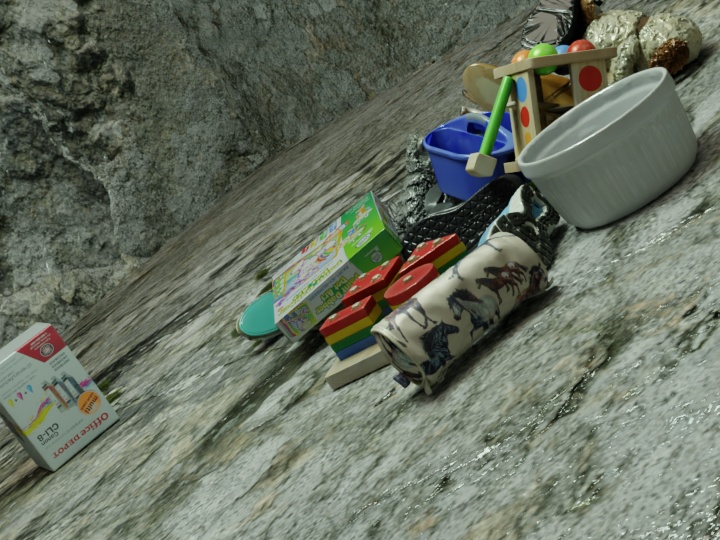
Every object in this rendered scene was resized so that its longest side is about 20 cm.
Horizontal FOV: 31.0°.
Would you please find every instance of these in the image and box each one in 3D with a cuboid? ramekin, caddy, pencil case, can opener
[{"bbox_3d":[0.291,-0.135,1.497,0.200,0.105,0.200,-34,11,7],"label":"ramekin"},{"bbox_3d":[0.176,-0.173,1.842,0.141,0.106,0.200,-25,24,-22],"label":"caddy"},{"bbox_3d":[0.109,0.040,1.351,0.200,0.090,0.078,-37,-1,-20],"label":"pencil case"},{"bbox_3d":[0.110,-0.068,1.860,0.066,0.053,0.200,-7,25,26],"label":"can opener"}]

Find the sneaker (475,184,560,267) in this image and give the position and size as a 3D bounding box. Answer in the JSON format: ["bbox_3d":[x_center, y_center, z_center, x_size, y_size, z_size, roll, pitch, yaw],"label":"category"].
[{"bbox_3d":[0.174,-0.022,1.506,0.090,0.078,0.200,-50,-1,30],"label":"sneaker"}]

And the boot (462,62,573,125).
[{"bbox_3d":[0.255,-0.270,1.963,0.071,0.200,0.144,-61,-1,33],"label":"boot"}]

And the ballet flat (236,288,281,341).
[{"bbox_3d":[-0.114,0.054,2.009,0.200,0.072,0.072,-41,13,-29],"label":"ballet flat"}]

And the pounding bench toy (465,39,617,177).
[{"bbox_3d":[0.223,-0.209,1.677,0.199,0.157,0.124,-10,4,-17],"label":"pounding bench toy"}]

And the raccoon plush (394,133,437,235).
[{"bbox_3d":[0.068,-0.117,1.971,0.200,0.134,0.097,-38,13,-19],"label":"raccoon plush"}]

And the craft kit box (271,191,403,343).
[{"bbox_3d":[-0.037,-0.008,1.813,0.200,0.049,0.198,-41,20,8],"label":"craft kit box"}]

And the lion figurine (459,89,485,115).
[{"bbox_3d":[0.236,-0.254,2.066,0.122,0.073,0.200,4,24,-12],"label":"lion figurine"}]

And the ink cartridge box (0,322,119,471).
[{"bbox_3d":[-0.526,0.210,2.165,0.145,0.200,0.144,-39,15,-21],"label":"ink cartridge box"}]

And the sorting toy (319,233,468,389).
[{"bbox_3d":[0.054,0.033,1.570,0.198,0.070,0.200,-28,13,30],"label":"sorting toy"}]

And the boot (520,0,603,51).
[{"bbox_3d":[0.315,-0.354,1.982,0.073,0.163,0.199,9,64,28],"label":"boot"}]

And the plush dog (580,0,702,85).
[{"bbox_3d":[0.417,-0.334,1.913,0.171,0.161,0.200,0,28,28],"label":"plush dog"}]

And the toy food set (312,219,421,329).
[{"bbox_3d":[0.000,0.000,1.878,0.199,0.061,0.144,-30,12,25],"label":"toy food set"}]

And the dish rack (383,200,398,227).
[{"bbox_3d":[0.003,-0.057,2.121,0.153,0.055,0.200,-42,14,-30],"label":"dish rack"}]

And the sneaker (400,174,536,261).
[{"bbox_3d":[0.149,-0.060,1.741,0.199,0.072,0.083,-29,-8,18],"label":"sneaker"}]
